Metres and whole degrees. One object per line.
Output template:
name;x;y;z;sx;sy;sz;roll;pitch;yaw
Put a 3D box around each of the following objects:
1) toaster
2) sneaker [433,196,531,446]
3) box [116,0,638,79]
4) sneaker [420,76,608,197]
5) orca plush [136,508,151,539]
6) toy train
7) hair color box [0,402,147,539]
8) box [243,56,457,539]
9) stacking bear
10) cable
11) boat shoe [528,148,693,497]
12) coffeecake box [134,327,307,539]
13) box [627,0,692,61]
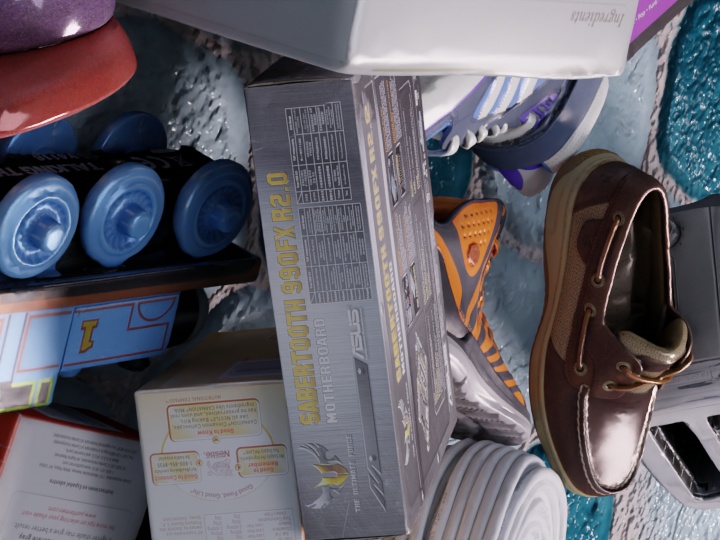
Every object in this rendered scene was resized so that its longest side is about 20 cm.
toaster;0.212;0.057;1.319;0.200;0.113;0.130;53;33;-49
sneaker;0.056;0.022;1.178;0.200;0.077;0.113;57;43;-64
box;-0.001;-0.184;0.921;0.200;0.199;0.172;-4;109;-49
sneaker;0.064;-0.078;1.138;0.200;0.080;0.147;-50;134;-31
orca plush;-0.102;0.203;1.101;0.105;0.071;0.201;-96;174;-49
toy train;-0.129;-0.004;0.946;0.200;0.087;0.115;-8;121;-50
hair color box;-0.169;0.157;0.981;0.101;0.061;0.201;20;89;-52
box;0.000;0.000;0.976;0.158;0.048;0.201;-54;138;-72
stacking bear;-0.152;-0.164;0.831;0.113;0.121;0.201;-24;116;-40
cable;0.054;0.192;1.188;0.200;0.069;0.201;56;48;-68
boat shoe;0.141;0.038;1.183;0.072;0.072;0.201;-13;114;-34
coffeecake box;-0.042;0.137;1.020;0.154;0.073;0.201;-44;129;-78
box;0.163;-0.238;1.225;0.143;0.036;0.201;-41;135;-32
